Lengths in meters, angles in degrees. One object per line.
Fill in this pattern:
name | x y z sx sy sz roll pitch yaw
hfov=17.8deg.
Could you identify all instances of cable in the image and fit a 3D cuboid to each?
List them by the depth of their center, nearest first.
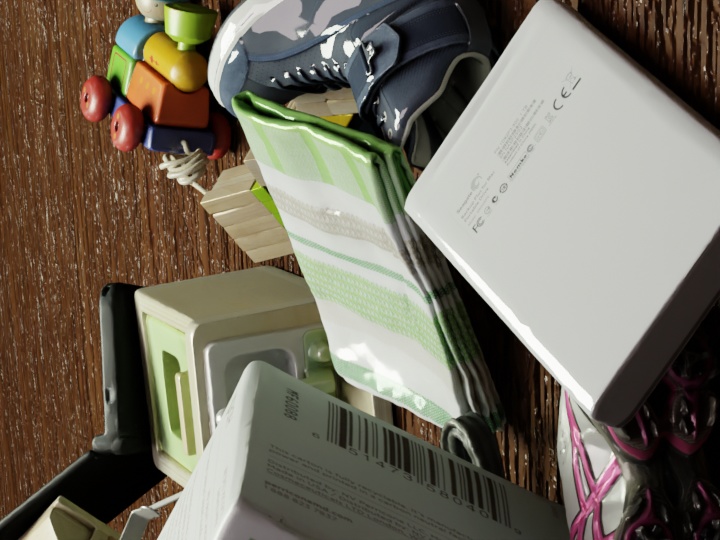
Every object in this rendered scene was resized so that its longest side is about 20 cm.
cable | 0.064 0.178 1.289 0.097 0.050 0.200 -126 23 -49

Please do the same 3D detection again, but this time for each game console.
game console | -0.187 0.105 1.670 0.200 0.116 0.176 14 -109 -74

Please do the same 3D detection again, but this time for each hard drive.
hard drive | 0.104 -0.033 1.079 0.132 0.026 0.200 -56 37 13

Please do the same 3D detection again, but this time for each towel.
towel | 0.000 0.000 1.291 0.149 0.031 0.200 21 142 48

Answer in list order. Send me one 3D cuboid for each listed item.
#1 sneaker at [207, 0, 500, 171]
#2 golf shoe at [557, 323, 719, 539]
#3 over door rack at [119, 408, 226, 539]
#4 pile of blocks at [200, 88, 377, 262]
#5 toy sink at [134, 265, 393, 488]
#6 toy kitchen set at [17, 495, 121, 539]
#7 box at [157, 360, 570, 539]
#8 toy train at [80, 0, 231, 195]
sneaker | -0.003 -0.101 1.274 0.202 0.077 0.146 -39 63 42
golf shoe | 0.135 0.114 1.097 0.092 0.073 0.200 161 108 -72
over door rack | -0.045 0.153 1.424 0.200 0.148 0.067 -41 25 50
pile of blocks | -0.026 -0.078 1.436 0.200 0.082 0.062 -47 12 52
toy sink | -0.069 0.081 1.517 0.200 0.112 0.130 -158 60 -65
toy kitchen set | -0.176 0.267 1.535 0.200 0.163 0.181 -45 15 41
box | -0.009 0.186 1.163 0.171 0.199 0.200 -62 8 16
toy train | -0.125 -0.136 1.619 0.200 0.085 0.116 41 123 57
